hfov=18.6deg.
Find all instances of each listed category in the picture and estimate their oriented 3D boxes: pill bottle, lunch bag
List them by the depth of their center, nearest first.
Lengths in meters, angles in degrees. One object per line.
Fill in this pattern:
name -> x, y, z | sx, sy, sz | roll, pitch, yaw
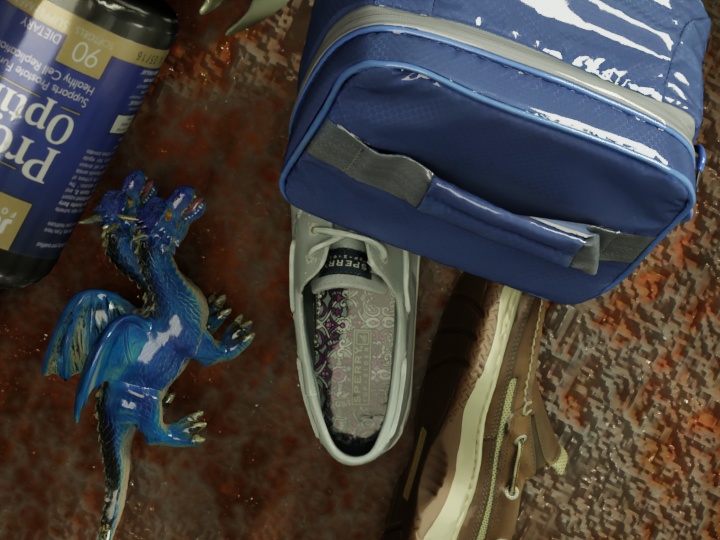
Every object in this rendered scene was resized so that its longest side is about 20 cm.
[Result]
lunch bag -> 0.068, -0.068, 1.026 | 0.200, 0.136, 0.133 | 19, 56, -11
pill bottle -> -0.180, -0.062, 1.077 | 0.112, 0.112, 0.200 | 28, 100, -4

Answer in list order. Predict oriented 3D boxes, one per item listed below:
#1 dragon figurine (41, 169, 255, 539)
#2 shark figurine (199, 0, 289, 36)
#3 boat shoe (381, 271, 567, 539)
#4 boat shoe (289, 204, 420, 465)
dragon figurine -> -0.121, 0.045, 1.101 | 0.099, 0.059, 0.200 | 23, 102, -35
shark figurine -> -0.069, -0.170, 1.037 | 0.128, 0.214, 0.090 | -32, 82, 34
boat shoe -> 0.069, 0.082, 1.126 | 0.075, 0.075, 0.203 | 12, 108, -15
boat shoe -> -0.001, 0.001, 1.103 | 0.070, 0.072, 0.201 | -2, 99, 3
